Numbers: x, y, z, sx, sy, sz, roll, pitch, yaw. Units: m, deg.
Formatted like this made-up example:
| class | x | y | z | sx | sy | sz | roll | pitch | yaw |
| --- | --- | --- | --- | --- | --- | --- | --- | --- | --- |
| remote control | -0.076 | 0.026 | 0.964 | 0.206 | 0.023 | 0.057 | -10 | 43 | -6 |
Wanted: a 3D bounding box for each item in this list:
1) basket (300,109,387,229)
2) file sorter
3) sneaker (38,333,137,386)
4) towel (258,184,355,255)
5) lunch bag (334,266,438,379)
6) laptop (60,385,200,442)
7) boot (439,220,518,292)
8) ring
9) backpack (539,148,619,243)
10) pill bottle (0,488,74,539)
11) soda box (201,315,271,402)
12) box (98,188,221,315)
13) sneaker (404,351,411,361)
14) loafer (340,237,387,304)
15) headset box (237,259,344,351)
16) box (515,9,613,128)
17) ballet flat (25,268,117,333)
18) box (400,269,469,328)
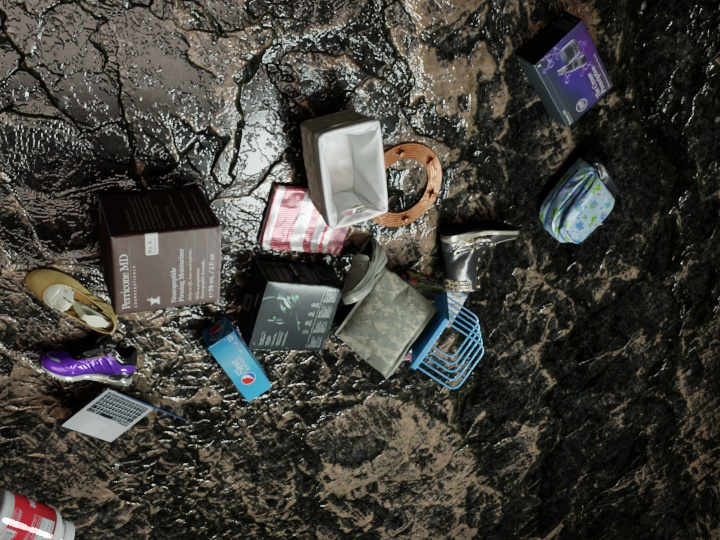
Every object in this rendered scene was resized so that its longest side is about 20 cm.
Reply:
| class | x | y | z | sx | sy | sz | roll | pitch | yaw |
| --- | --- | --- | --- | --- | --- | --- | --- | --- | --- |
| basket | -0.035 | -0.207 | 1.560 | 0.134 | 0.123 | 0.203 | -17 | 122 | -18 |
| file sorter | 0.204 | 0.162 | 1.827 | 0.122 | 0.200 | 0.140 | 32 | 107 | -5 |
| sneaker | -0.542 | 0.169 | 1.585 | 0.198 | 0.069 | 0.101 | 14 | 108 | -40 |
| towel | -0.108 | -0.105 | 1.665 | 0.197 | 0.023 | 0.146 | 4 | 117 | -31 |
| lunch bag | 0.064 | 0.113 | 1.795 | 0.201 | 0.163 | 0.118 | -53 | 171 | 6 |
| laptop | -0.478 | 0.324 | 1.647 | 0.199 | 0.116 | 0.188 | -37 | 152 | -1 |
| boot | 0.279 | -0.033 | 1.875 | 0.197 | 0.073 | 0.153 | -8 | 113 | -19 |
| ring | 0.095 | -0.183 | 1.726 | 0.197 | 0.019 | 0.203 | -14 | 127 | -19 |
| backpack | 0.528 | -0.164 | 1.910 | 0.199 | 0.155 | 0.163 | -36 | 139 | 15 |
| pill bottle | -0.727 | 0.559 | 1.708 | 0.112 | 0.112 | 0.200 | -43 | 131 | 4 |
| soda box | -0.274 | 0.199 | 1.748 | 0.067 | 0.064 | 0.201 | -31 | 130 | -6 |
| box | -0.375 | -0.040 | 1.467 | 0.197 | 0.165 | 0.168 | -8 | 124 | -24 |
| sneaker | 0.070 | 0.193 | 1.923 | 0.197 | 0.081 | 0.075 | 6 | 125 | -29 |
| loafer | 0.000 | 0.000 | 1.706 | 0.069 | 0.201 | 0.070 | -18 | 114 | 29 |
| headset box | -0.160 | 0.078 | 1.711 | 0.197 | 0.093 | 0.176 | 3 | 119 | -30 |
| box | 0.447 | -0.435 | 1.714 | 0.141 | 0.079 | 0.200 | -41 | 131 | 5 |
| ballet flat | -0.546 | 0.061 | 1.508 | 0.069 | 0.063 | 0.199 | -48 | 130 | 8 |
| box | 0.164 | 0.071 | 1.922 | 0.198 | 0.035 | 0.111 | 15 | 112 | -35 |
